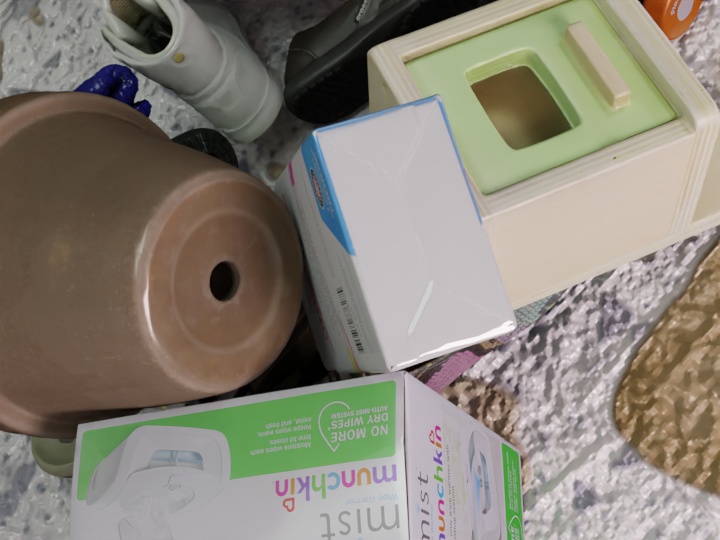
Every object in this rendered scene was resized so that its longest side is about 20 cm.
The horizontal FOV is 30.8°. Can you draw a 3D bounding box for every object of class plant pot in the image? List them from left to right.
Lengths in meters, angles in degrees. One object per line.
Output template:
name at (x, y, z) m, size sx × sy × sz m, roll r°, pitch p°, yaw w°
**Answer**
plant pot at (-0.129, 0.002, 0.715) m, size 0.174 × 0.200 × 0.202 m, roll 6°, pitch 72°, yaw 45°

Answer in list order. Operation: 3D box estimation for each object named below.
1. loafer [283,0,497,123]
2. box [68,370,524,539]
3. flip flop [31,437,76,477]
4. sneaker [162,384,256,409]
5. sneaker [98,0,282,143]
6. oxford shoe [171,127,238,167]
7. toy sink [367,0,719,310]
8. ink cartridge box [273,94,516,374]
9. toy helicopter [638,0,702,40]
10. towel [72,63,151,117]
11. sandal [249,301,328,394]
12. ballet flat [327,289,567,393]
loafer at (0.025, -0.179, 0.878) m, size 0.199 × 0.073 × 0.072 m, roll -29°, pitch 61°, yaw 15°
box at (-0.030, 0.137, 0.718) m, size 0.198 × 0.176 × 0.098 m, roll -11°, pitch 65°, yaw 24°
flip flop at (-0.200, 0.042, 0.916) m, size 0.080 × 0.058 × 0.202 m, roll -2°, pitch 69°, yaw 27°
sneaker at (-0.083, 0.008, 0.860) m, size 0.090 × 0.078 × 0.201 m, roll 29°, pitch 83°, yaw 41°
sneaker at (-0.136, -0.174, 0.919) m, size 0.074 × 0.115 × 0.200 m, roll -50°, pitch 40°, yaw 5°
oxford shoe at (-0.159, -0.019, 0.868) m, size 0.200 × 0.073 × 0.084 m, roll -50°, pitch 23°, yaw -21°
toy sink at (0.119, -0.081, 0.723) m, size 0.198 × 0.112 × 0.131 m, roll -20°, pitch 59°, yaw -11°
ink cartridge box at (0.008, -0.010, 0.685) m, size 0.067 × 0.200 × 0.116 m, roll -18°, pitch 89°, yaw -11°
toy helicopter at (0.178, -0.246, 0.776) m, size 0.079 × 0.132 × 0.201 m, roll 31°, pitch 97°, yaw 33°
towel at (-0.215, -0.053, 0.908) m, size 0.200 × 0.049 × 0.149 m, roll -19°, pitch 45°, yaw 60°
sandal at (0.000, 0.000, 0.821) m, size 0.200 × 0.082 × 0.055 m, roll -44°, pitch 58°, yaw 13°
ballet flat at (0.061, 0.017, 0.783) m, size 0.200 × 0.071 × 0.069 m, roll -42°, pitch 56°, yaw 6°
